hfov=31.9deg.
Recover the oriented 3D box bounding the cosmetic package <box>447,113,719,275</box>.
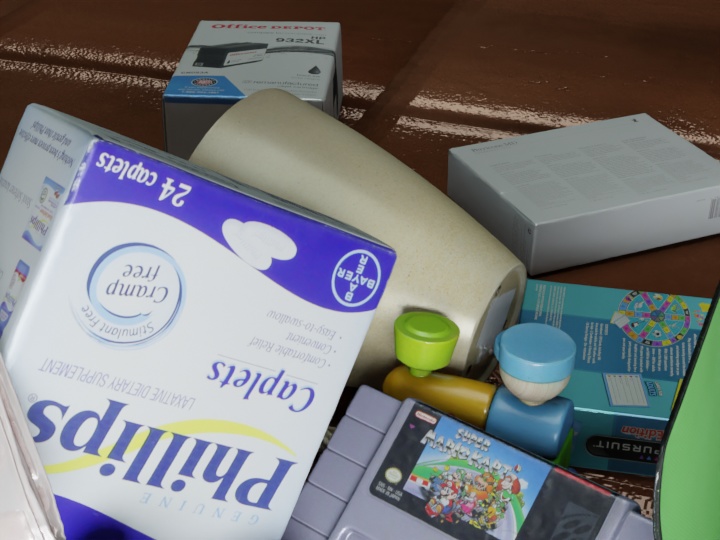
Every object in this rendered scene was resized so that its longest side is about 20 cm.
[{"bbox_3d":[0.194,-0.069,1.054,0.200,0.052,0.151,-12,34,-19],"label":"cosmetic package"}]

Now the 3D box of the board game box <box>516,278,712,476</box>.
[{"bbox_3d":[0.198,0.072,0.818,0.200,0.047,0.151,6,31,10],"label":"board game box"}]

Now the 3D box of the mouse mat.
[{"bbox_3d":[0.157,0.122,0.583,0.008,0.200,0.161,3,29,25],"label":"mouse mat"}]

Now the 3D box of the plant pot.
[{"bbox_3d":[0.000,0.000,0.827,0.200,0.188,0.187,22,36,21],"label":"plant pot"}]

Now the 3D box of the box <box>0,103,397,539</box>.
[{"bbox_3d":[-0.108,0.044,0.640,0.184,0.200,0.105,20,4,-35],"label":"box"}]

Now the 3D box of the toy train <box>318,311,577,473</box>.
[{"bbox_3d":[0.029,0.075,0.737,0.200,0.116,0.085,12,26,20],"label":"toy train"}]

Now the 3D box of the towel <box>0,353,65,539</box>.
[{"bbox_3d":[-0.244,0.075,0.542,0.200,0.032,0.191,-25,71,4],"label":"towel"}]

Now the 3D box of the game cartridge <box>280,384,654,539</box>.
[{"bbox_3d":[0.052,0.147,0.635,0.200,0.038,0.130,22,80,33],"label":"game cartridge"}]

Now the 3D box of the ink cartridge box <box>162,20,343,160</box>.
[{"bbox_3d":[-0.095,-0.164,1.182,0.145,0.084,0.200,1,30,3],"label":"ink cartridge box"}]
